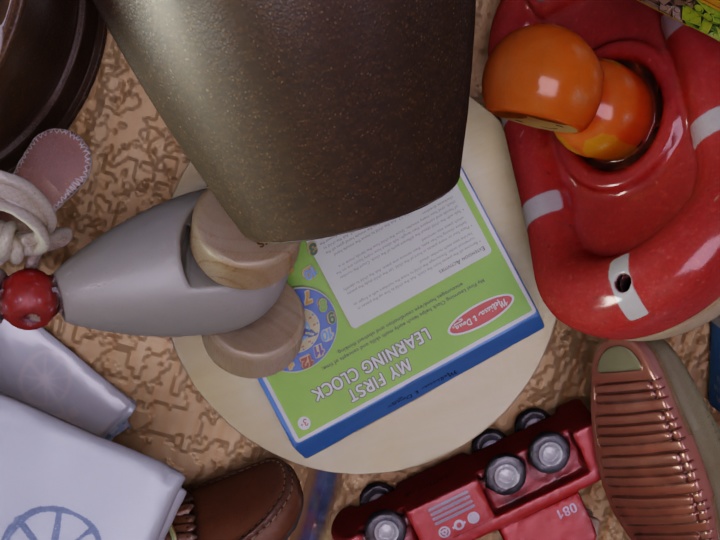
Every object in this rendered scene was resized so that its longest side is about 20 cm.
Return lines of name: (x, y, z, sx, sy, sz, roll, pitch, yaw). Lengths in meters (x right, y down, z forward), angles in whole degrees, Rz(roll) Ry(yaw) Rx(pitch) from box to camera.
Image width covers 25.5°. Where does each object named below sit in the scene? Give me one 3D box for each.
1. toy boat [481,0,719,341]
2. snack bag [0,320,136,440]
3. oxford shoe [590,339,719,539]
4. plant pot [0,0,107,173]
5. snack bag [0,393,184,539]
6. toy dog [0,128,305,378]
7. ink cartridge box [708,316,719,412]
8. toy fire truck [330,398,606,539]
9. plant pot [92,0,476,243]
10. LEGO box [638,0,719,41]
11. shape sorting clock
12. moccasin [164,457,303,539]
toy boat: (0.103, -0.070, 0.698, 0.130, 0.130, 0.202, -27, 64, 38)
snack bag: (-0.242, 0.075, 0.785, 0.200, 0.021, 0.189, 42, 93, -10)
oxford shoe: (0.172, 0.114, 0.764, 0.073, 0.071, 0.202, -28, 101, -27)
plant pot: (-0.205, -0.120, 0.659, 0.198, 0.198, 0.202, -1, 95, -9)
snack bag: (-0.205, 0.139, 0.722, 0.199, 0.021, 0.190, 24, 90, -1)
toy dog: (-0.112, -0.017, 0.720, 0.198, 0.097, 0.132, 13, 139, -23)
ink cartridge box: (0.225, -0.019, 0.747, 0.083, 0.145, 0.202, -1, 99, -4)
toy fire truck: (0.100, 0.147, 0.812, 0.199, 0.049, 0.142, -25, 102, 0)
plant pot: (-0.027, -0.120, 0.623, 0.185, 0.187, 0.202, -16, 104, -2)
LEGO box: (0.166, -0.202, 0.679, 0.148, 0.077, 0.200, 30, 62, 15)
shape sorting clock: (0.000, 0.000, 0.784, 0.198, 0.039, 0.202, 0, 91, 3)
moccasin: (-0.125, 0.134, 0.777, 0.200, 0.074, 0.078, -17, 119, 3)
